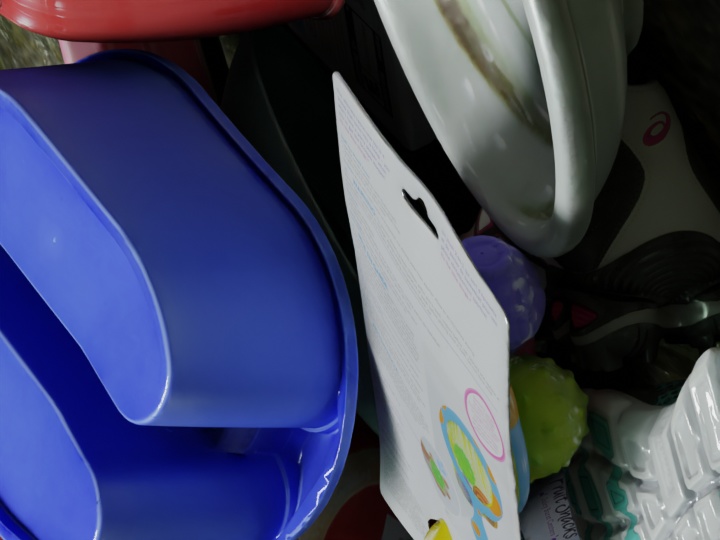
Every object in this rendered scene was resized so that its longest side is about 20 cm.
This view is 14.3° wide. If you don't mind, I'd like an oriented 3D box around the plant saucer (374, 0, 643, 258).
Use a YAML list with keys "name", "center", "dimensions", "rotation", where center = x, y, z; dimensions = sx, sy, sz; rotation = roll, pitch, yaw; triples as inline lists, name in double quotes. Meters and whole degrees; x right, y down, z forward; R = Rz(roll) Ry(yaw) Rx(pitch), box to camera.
- name: "plant saucer"
  center: [0.039, -0.105, 0.847]
  dimensions: [0.200, 0.050, 0.201]
  rotation: [158, 90, -82]

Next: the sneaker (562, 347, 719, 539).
- name: "sneaker"
  center: [0.125, 0.058, 0.871]
  dimensions: [0.200, 0.091, 0.078]
  rotation: [157, 100, -70]

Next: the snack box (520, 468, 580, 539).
- name: "snack box"
  center: [0.097, 0.147, 1.071]
  dimensions: [0.143, 0.053, 0.200]
  rotation: [60, -173, -15]

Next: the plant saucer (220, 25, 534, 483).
- name: "plant saucer"
  center: [0.000, 0.000, 1.069]
  dimensions: [0.200, 0.036, 0.200]
  rotation: [56, -168, -18]

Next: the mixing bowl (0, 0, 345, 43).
- name: "mixing bowl"
  center: [-0.098, -0.154, 0.973]
  dimensions: [0.200, 0.108, 0.200]
  rotation: [56, 165, 24]

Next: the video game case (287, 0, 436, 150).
- name: "video game case"
  center: [-0.035, -0.161, 1.043]
  dimensions: [0.182, 0.024, 0.200]
  rotation: [48, 163, 29]

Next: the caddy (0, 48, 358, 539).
- name: "caddy"
  center: [-0.081, 0.012, 0.990]
  dimensions: [0.200, 0.105, 0.142]
  rotation: [49, 125, 32]

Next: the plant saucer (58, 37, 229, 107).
- name: "plant saucer"
  center: [-0.078, -0.069, 1.147]
  dimensions: [0.201, 0.051, 0.201]
  rotation: [-16, -90, -88]

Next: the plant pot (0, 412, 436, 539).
- name: "plant pot"
  center: [-0.054, 0.149, 1.099]
  dimensions: [0.182, 0.200, 0.201]
  rotation: [-18, 109, 37]

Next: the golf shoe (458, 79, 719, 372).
- name: "golf shoe"
  center: [0.073, -0.015, 0.957]
  dimensions: [0.200, 0.077, 0.088]
  rotation: [178, 82, -71]

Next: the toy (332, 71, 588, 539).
- name: "toy"
  center: [0.039, 0.039, 0.894]
  dimensions: [0.115, 0.047, 0.200]
  rotation: [55, 158, 40]
